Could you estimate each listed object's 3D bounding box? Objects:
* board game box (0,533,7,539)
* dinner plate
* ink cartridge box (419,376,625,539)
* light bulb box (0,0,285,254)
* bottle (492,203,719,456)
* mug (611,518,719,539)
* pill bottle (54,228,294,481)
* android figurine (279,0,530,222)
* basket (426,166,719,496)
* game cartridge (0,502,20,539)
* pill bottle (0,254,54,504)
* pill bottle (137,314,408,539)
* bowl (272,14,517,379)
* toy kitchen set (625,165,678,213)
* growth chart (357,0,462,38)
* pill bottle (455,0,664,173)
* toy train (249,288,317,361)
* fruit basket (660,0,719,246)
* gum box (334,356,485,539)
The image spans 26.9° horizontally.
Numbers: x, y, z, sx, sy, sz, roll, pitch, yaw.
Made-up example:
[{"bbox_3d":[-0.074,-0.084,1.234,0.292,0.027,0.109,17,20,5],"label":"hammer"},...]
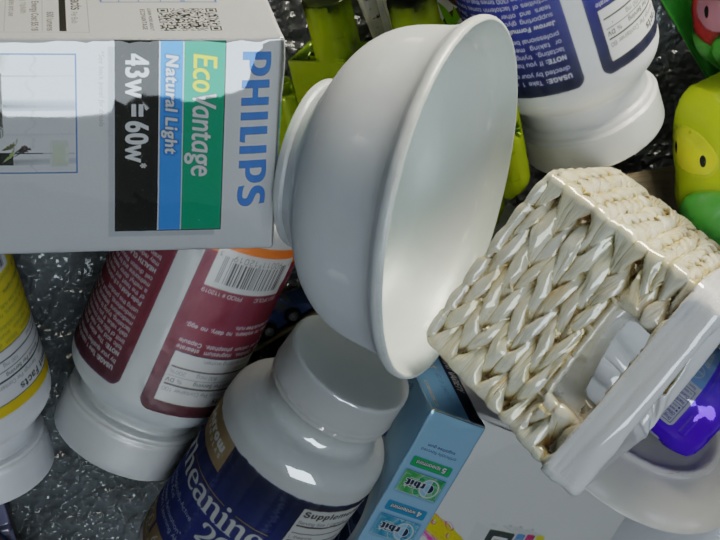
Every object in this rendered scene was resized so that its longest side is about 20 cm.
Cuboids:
[{"bbox_3d":[-0.291,0.244,1.056,0.135,0.035,0.201,-34,118,3],"label":"board game box"},{"bbox_3d":[0.186,0.092,1.038,0.198,0.201,0.024,19,127,-21],"label":"dinner plate"},{"bbox_3d":[0.077,0.167,1.078,0.144,0.148,0.201,21,109,-21],"label":"ink cartridge box"},{"bbox_3d":[-0.155,-0.107,0.859,0.198,0.199,0.126,-1,118,-11],"label":"light bulb box"},{"bbox_3d":[0.162,0.035,1.005,0.200,0.083,0.065,40,118,7],"label":"bottle"},{"bbox_3d":[0.216,0.221,1.136,0.152,0.149,0.188,-33,85,13],"label":"mug"},{"bbox_3d":[-0.120,0.028,0.982,0.113,0.114,0.201,19,111,-21],"label":"pill bottle"},{"bbox_3d":[0.023,-0.081,0.958,0.180,0.041,0.202,7,124,29],"label":"android figurine"},{"bbox_3d":[0.138,0.025,0.867,0.123,0.200,0.136,41,106,14],"label":"basket"},{"bbox_3d":[-0.300,0.248,1.094,0.128,0.038,0.202,-15,118,-11],"label":"game cartridge"},{"bbox_3d":[-0.261,0.048,0.959,0.110,0.112,0.202,-15,118,-6],"label":"pill bottle"},{"bbox_3d":[-0.054,0.128,0.956,0.110,0.111,0.201,21,121,-22],"label":"pill bottle"},{"bbox_3d":[0.012,-0.049,0.826,0.090,0.201,0.203,16,117,19],"label":"bowl"},{"bbox_3d":[0.258,0.044,1.062,0.178,0.202,0.163,-10,159,-8],"label":"toy kitchen set"},{"bbox_3d":[0.064,-0.175,0.981,0.144,0.018,0.201,-29,119,1],"label":"growth chart"},{"bbox_3d":[0.117,-0.167,0.923,0.115,0.116,0.201,-24,119,-1],"label":"pill bottle"},{"bbox_3d":[0.000,0.000,1.042,0.199,0.034,0.046,-33,115,4],"label":"toy train"},{"bbox_3d":[0.252,-0.124,0.946,0.215,0.216,0.156,-36,119,6],"label":"fruit basket"},{"bbox_3d":[-0.001,0.137,1.032,0.044,0.170,0.201,20,110,-22],"label":"gum box"}]
